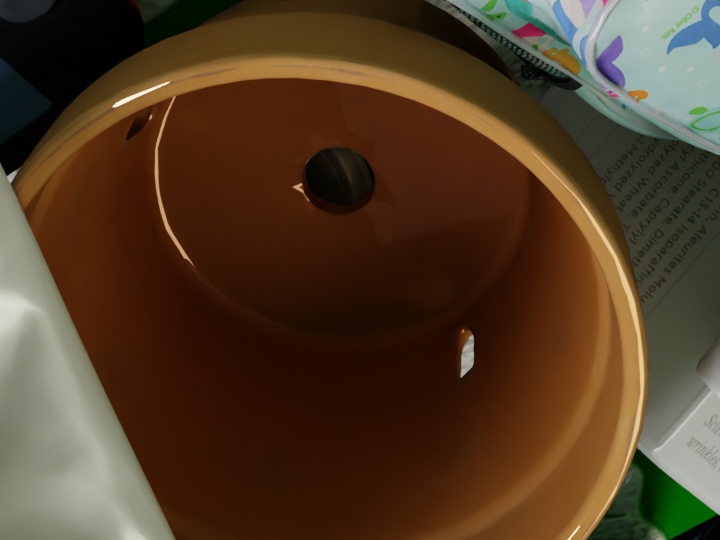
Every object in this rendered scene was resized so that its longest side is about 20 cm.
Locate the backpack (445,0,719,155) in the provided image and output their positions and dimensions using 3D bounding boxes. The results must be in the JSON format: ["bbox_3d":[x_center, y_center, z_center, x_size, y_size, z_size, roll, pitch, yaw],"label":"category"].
[{"bbox_3d":[0.108,-0.125,0.724,0.178,0.151,0.200,-46,150,10],"label":"backpack"}]

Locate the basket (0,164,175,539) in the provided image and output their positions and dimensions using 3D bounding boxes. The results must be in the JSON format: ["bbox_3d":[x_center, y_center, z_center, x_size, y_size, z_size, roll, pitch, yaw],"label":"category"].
[{"bbox_3d":[-0.138,0.077,0.641,0.123,0.201,0.136,-18,-165,20],"label":"basket"}]

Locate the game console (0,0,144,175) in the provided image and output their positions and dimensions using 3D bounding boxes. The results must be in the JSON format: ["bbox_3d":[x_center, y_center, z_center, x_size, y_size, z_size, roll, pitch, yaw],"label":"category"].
[{"bbox_3d":[-0.179,-0.057,0.718,0.200,0.031,0.177,-33,148,9],"label":"game console"}]

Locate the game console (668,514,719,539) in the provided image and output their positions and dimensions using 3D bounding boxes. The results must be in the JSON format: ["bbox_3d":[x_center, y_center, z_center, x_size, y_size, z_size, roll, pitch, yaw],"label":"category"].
[{"bbox_3d":[0.085,0.168,1.195,0.172,0.119,0.200,-51,178,-17],"label":"game console"}]

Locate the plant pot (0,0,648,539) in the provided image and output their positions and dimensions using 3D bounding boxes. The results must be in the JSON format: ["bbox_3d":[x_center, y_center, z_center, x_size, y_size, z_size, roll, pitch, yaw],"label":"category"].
[{"bbox_3d":[-0.013,-0.001,0.748,0.199,0.140,0.201,2,118,3],"label":"plant pot"}]

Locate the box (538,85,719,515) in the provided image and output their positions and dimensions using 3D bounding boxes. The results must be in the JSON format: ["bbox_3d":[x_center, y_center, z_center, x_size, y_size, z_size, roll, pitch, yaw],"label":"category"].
[{"bbox_3d":[0.165,-0.016,0.895,0.200,0.131,0.199,-49,146,3],"label":"box"}]

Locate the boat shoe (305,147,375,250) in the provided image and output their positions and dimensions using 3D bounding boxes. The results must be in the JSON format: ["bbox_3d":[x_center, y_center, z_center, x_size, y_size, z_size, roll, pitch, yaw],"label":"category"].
[{"bbox_3d":[0.000,0.000,0.907,0.068,0.072,0.200,-30,152,-23],"label":"boat shoe"}]

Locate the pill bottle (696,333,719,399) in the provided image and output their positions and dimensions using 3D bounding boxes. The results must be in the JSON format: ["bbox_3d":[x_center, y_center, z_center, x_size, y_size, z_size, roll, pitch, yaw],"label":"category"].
[{"bbox_3d":[0.202,-0.016,0.728,0.200,0.113,0.113,-51,144,7],"label":"pill bottle"}]
